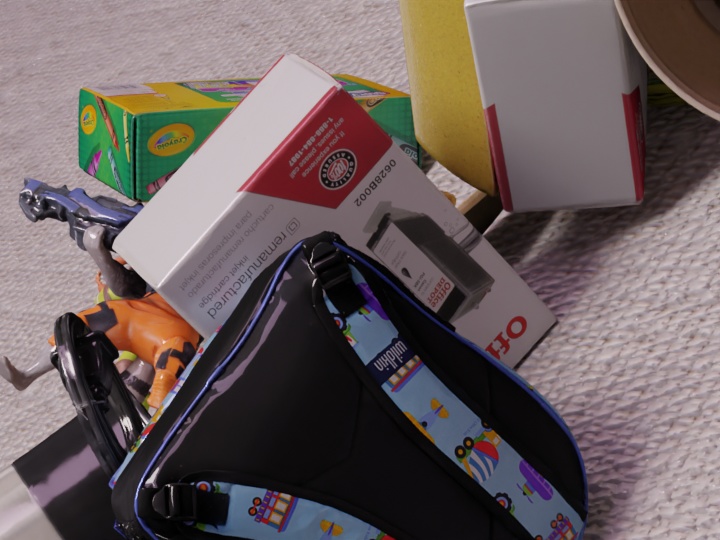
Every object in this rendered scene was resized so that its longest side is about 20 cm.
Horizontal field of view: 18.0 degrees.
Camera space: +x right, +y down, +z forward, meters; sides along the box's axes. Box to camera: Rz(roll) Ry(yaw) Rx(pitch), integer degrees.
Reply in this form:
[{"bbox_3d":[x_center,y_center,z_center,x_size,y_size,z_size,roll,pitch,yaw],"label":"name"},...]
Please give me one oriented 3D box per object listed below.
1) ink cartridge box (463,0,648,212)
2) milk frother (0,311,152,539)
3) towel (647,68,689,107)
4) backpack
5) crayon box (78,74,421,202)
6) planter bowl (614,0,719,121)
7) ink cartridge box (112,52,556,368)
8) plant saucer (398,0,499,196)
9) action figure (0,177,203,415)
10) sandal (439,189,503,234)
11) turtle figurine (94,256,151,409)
[{"bbox_3d":[0.114,-0.152,1.281,0.083,0.146,0.201,-5,40,12],"label":"ink cartridge box"},{"bbox_3d":[-0.185,0.137,1.234,0.188,0.201,0.180,-35,27,-11],"label":"milk frother"},{"bbox_3d":[0.229,-0.181,1.332,0.086,0.018,0.201,2,58,57],"label":"towel"},{"bbox_3d":[0.001,0.106,1.106,0.183,0.199,0.134,-57,8,-16],"label":"backpack"},{"bbox_3d":[-0.073,-0.089,1.487,0.119,0.198,0.059,-152,60,-63],"label":"crayon box"},{"bbox_3d":[0.225,-0.169,1.174,0.200,0.200,0.135,-42,-1,8],"label":"planter bowl"},{"bbox_3d":[-0.011,0.006,1.236,0.147,0.200,0.083,-48,29,-3],"label":"ink cartridge box"},{"bbox_3d":[0.054,-0.162,1.331,0.048,0.202,0.200,-4,17,9],"label":"plant saucer"},{"bbox_3d":[-0.145,0.021,1.442,0.199,0.105,0.194,23,54,26],"label":"action figure"},{"bbox_3d":[-0.001,-0.001,1.348,0.212,0.070,0.078,-48,-15,3],"label":"sandal"},{"bbox_3d":[-0.117,0.012,1.534,0.199,0.064,0.162,-16,45,27],"label":"turtle figurine"}]
